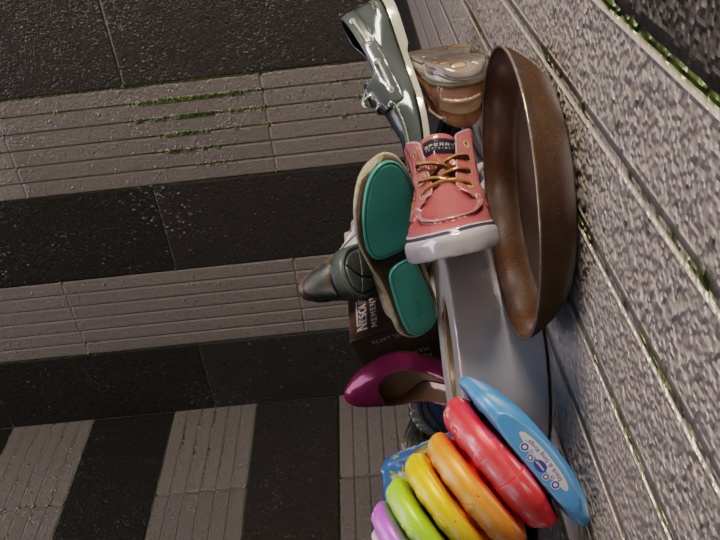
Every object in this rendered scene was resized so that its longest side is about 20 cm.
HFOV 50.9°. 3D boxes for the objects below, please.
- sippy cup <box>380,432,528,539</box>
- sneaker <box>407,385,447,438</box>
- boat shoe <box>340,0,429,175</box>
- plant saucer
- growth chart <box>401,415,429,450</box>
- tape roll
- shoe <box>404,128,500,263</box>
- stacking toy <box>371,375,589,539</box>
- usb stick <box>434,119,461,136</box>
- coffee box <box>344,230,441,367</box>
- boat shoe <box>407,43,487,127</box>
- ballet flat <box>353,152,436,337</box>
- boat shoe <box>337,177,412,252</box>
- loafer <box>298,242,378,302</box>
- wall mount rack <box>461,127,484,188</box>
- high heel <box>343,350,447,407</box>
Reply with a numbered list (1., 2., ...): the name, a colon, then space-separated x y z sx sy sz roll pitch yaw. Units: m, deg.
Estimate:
1. sippy cup: 0.092 0.227 0.777 0.140 0.129 0.178 -99 -7 -49
2. sneaker: 0.132 0.196 0.954 0.200 0.089 0.079 55 -153 -43
3. boat shoe: 0.028 -0.186 0.789 0.073 0.061 0.201 95 162 -80
4. plant saucer: 0.115 -0.053 0.523 0.200 0.032 0.202 -5 -90 -87
5. growth chart: 0.089 0.239 0.962 0.145 0.018 0.200 64 -157 -18
6. tape roll: 0.113 0.072 0.684 0.202 0.070 0.204 -6 -90 -88
7. shoe: 0.065 -0.063 0.604 0.200 0.071 0.092 -58 -44 -80
8. stacking toy: 0.048 0.177 0.530 0.116 0.200 0.110 50 180 0
9. usb stick: 0.089 -0.104 0.893 0.056 0.032 0.201 57 -136 -50
10. coffee box: 0.047 0.026 0.948 0.201 0.114 0.080 -93 -19 -48
11. boat shoe: 0.089 -0.197 0.804 0.200 0.075 0.072 -87 -11 -67
12. ballet flat: 0.024 -0.023 0.725 0.062 0.067 0.201 39 148 54
13. boat shoe: 0.022 -0.044 0.921 0.067 0.200 0.074 24 140 38
14. loafer: 0.000 0.000 0.816 0.200 0.063 0.072 -9 -98 -66
15. wall mount rack: 0.108 -0.052 0.816 0.174 0.074 0.201 -51 -31 -37
16. high heel: 0.065 0.135 0.840 0.067 0.199 0.096 50 -153 -30
